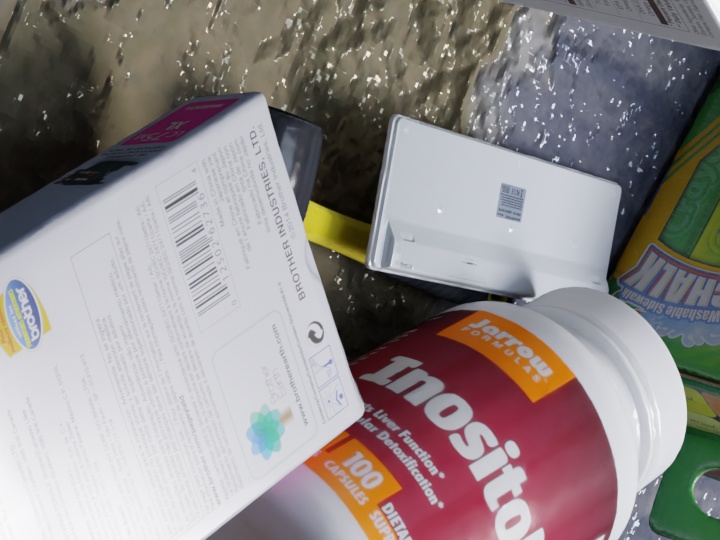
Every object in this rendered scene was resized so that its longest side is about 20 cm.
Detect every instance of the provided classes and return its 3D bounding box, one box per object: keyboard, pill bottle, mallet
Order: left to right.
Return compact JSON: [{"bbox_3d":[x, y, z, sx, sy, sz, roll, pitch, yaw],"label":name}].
[{"bbox_3d":[0.000,0.000,0.936,0.200,0.041,0.066,33,77,-54],"label":"mallet"},{"bbox_3d":[0.028,0.079,0.935,0.200,0.113,0.113,-28,124,-42],"label":"pill bottle"},{"bbox_3d":[0.056,-0.019,0.987,0.200,0.011,0.056,11,83,-60],"label":"keyboard"}]

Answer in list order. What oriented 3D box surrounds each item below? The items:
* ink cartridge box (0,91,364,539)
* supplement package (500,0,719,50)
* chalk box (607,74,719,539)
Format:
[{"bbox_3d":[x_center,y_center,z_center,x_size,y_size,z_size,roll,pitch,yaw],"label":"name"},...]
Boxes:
[{"bbox_3d":[-0.085,0.038,0.776,0.200,0.042,0.119,-38,118,-45],"label":"ink cartridge box"},{"bbox_3d":[0.046,-0.186,0.788,0.152,0.200,0.151,-58,139,-17],"label":"supplement package"},{"bbox_3d":[0.186,0.028,1.093,0.200,0.124,0.124,-61,140,-16],"label":"chalk box"}]
